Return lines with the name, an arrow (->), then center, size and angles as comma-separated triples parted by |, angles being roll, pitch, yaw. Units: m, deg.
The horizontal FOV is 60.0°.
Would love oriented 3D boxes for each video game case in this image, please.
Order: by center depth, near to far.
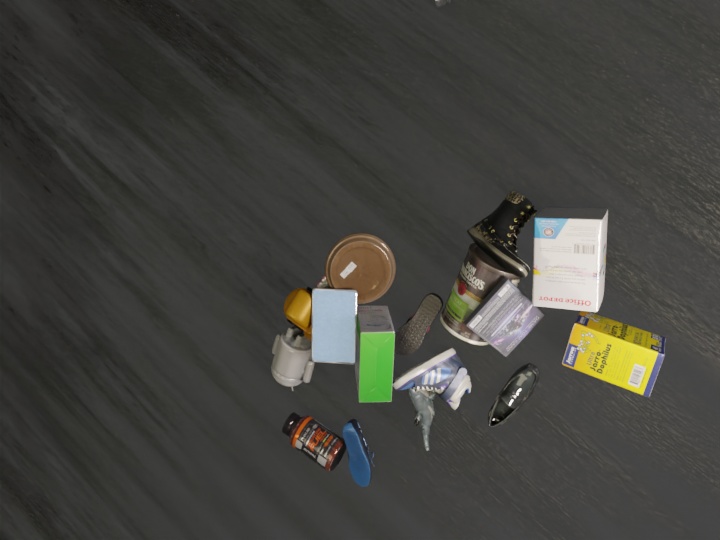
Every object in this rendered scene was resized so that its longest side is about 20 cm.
video game case -> 0.345, 0.114, 1.483 | 0.143, 0.199, 0.019 | -48, 42, 8

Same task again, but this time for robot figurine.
robot figurine -> -0.203, 0.263, 1.872 | 0.169, 0.112, 0.204 | 37, 119, 32

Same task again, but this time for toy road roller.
toy road roller -> -0.129, 0.130, 1.749 | 0.198, 0.146, 0.124 | 33, 86, 19

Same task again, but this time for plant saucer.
plant saucer -> 0.000, 0.000, 1.684 | 0.194, 0.030, 0.205 | -1, 111, -2

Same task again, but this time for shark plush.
shark plush -> 0.160, 0.399, 1.731 | 0.089, 0.083, 0.205 | 9, 108, 25

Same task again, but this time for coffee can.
coffee can -> 0.296, 0.057, 1.526 | 0.144, 0.146, 0.204 | 28, 116, 18

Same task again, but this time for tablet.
tablet -> -0.071, 0.151, 1.692 | 0.127, 0.014, 0.206 | 2, 96, 11

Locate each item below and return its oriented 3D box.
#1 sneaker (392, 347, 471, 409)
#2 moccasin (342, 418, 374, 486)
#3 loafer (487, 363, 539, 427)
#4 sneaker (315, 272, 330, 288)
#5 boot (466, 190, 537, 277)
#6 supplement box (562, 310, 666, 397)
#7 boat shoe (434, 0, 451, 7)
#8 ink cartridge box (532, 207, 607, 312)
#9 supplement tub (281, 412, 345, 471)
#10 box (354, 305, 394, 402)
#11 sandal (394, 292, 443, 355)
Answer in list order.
sneaker -> 0.198, 0.311, 1.644 | 0.197, 0.081, 0.149 | -27, 84, -10
moccasin -> 0.003, 0.543, 1.868 | 0.078, 0.068, 0.205 | -4, 103, 21
loafer -> 0.391, 0.325, 1.593 | 0.068, 0.070, 0.203 | 36, 118, 14
sneaker -> -0.037, 0.003, 1.737 | 0.087, 0.074, 0.201 | 38, 111, -5
boot -> 0.353, -0.089, 1.430 | 0.154, 0.073, 0.204 | -45, 41, 2
supplement box -> 0.580, 0.185, 1.429 | 0.196, 0.108, 0.112 | 19, 113, 22
boat shoe -> 0.159, -0.710, 1.428 | 0.059, 0.075, 0.204 | -22, 92, 25
ink cartridge box -> 0.473, -0.029, 1.406 | 0.143, 0.145, 0.205 | 5, 106, 26
supplement tub -> -0.145, 0.520, 1.917 | 0.197, 0.107, 0.109 | 28, 115, 18
box -> 0.038, 0.221, 1.682 | 0.094, 0.177, 0.205 | 0, 110, -5
sandal -> 0.158, 0.148, 1.693 | 0.075, 0.045, 0.202 | 38, 104, 7
